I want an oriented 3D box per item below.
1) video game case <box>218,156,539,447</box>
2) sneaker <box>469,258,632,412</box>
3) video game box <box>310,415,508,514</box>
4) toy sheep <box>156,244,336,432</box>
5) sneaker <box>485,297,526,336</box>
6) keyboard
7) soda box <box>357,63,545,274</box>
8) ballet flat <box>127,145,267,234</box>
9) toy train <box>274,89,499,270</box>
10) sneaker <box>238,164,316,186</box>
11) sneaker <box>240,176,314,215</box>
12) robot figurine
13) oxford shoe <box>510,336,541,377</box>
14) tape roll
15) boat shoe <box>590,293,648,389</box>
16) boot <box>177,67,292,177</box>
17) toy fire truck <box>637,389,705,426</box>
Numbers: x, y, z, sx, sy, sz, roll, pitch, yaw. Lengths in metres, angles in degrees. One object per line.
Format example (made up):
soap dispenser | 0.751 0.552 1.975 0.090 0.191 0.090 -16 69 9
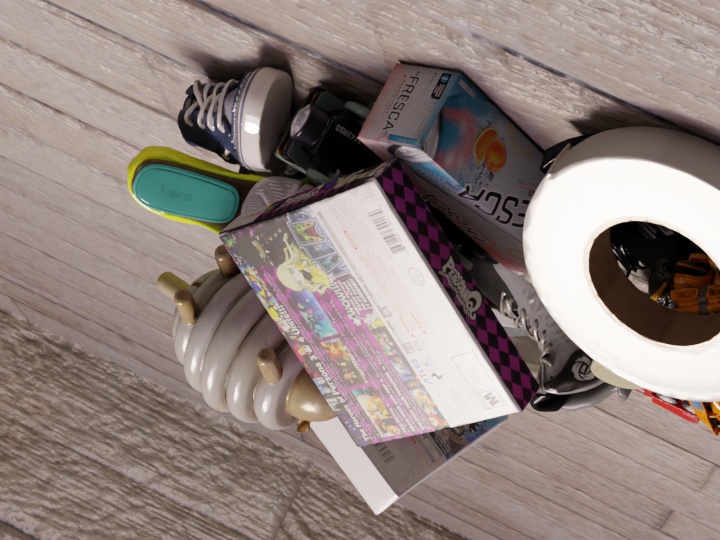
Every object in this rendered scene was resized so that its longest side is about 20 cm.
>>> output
video game case | 0.011 0.029 1.459 0.181 0.036 0.201 -18 110 47
sneaker | 0.147 0.054 1.676 0.199 0.116 0.075 20 166 30
video game box | 0.018 0.100 1.856 0.200 0.182 0.047 53 135 8
toy sheep | -0.086 0.053 1.608 0.200 0.138 0.138 38 173 25
sneaker | 0.065 0.073 1.784 0.198 0.122 0.084 4 -160 -7
keyboard | 0.196 -0.045 1.402 0.104 0.040 0.200 -14 142 36
soda box | 0.089 -0.066 1.439 0.068 0.064 0.200 14 163 46
ballet flat | -0.093 -0.053 1.634 0.199 0.067 0.067 21 -163 -11
toy train | 0.026 -0.069 1.539 0.199 0.086 0.114 30 180 -19
sneaker | -0.022 -0.055 1.698 0.199 0.076 0.076 26 180 35
sneaker | 0.000 0.000 1.573 0.200 0.078 0.112 37 -171 26
robot figurine | 0.280 0.059 1.413 0.144 0.058 0.200 -9 133 28
oxford shoe | 0.140 0.068 1.901 0.075 0.058 0.199 11 175 41
tape roll | 0.200 -0.002 1.319 0.202 0.037 0.204 22 138 21
boat shoe | 0.250 0.036 1.512 0.073 0.063 0.201 30 152 -24
boot | -0.104 -0.121 1.595 0.090 0.073 0.200 20 168 5
toy fire truck | 0.282 0.108 1.769 0.199 0.049 0.141 24 168 14
